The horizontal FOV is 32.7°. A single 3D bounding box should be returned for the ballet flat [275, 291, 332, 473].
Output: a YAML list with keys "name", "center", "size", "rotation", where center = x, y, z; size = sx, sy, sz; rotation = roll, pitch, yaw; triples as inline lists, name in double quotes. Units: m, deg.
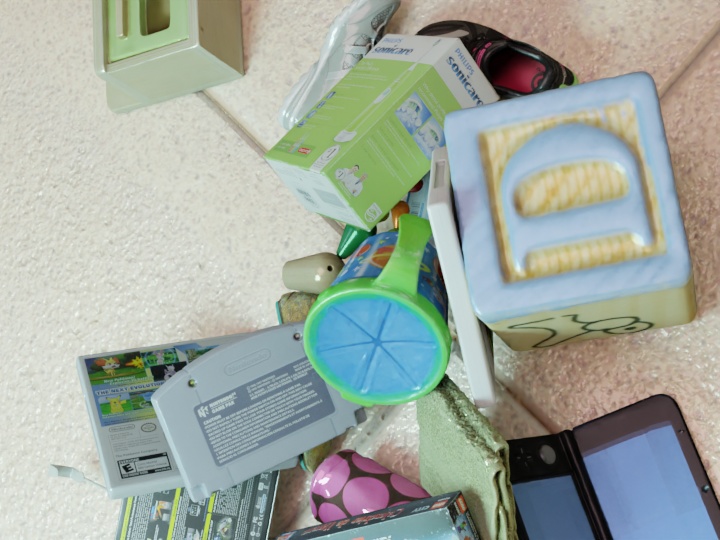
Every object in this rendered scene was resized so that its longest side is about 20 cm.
- name: "ballet flat"
  center: [-0.046, 0.115, 1.321]
  size: [0.071, 0.071, 0.201]
  rotation: [-17, 71, 22]

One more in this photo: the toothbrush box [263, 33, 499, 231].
- name: "toothbrush box"
  center: [0.019, -0.147, 1.268]
  size: [0.200, 0.086, 0.146]
  rotation: [-48, 29, -13]

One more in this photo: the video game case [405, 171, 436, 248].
- name: "video game case"
  center: [0.144, -0.083, 1.295]
  size: [0.200, 0.018, 0.144]
  rotation: [9, 82, 28]

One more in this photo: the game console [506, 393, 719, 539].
- name: "game console"
  center: [0.230, 0.227, 1.127]
  size: [0.118, 0.170, 0.200]
  rotation: [-41, 60, 43]

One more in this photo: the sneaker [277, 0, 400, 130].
- name: "sneaker"
  center: [-0.007, -0.226, 1.386]
  size: [0.082, 0.075, 0.200]
  rotation: [37, 103, 15]

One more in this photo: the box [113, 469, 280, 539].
- name: "box"
  center: [-0.179, 0.282, 1.306]
  size: [0.160, 0.044, 0.201]
  rotation: [10, 87, -3]

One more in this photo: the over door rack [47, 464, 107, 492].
- name: "over door rack"
  center: [-0.241, 0.195, 1.395]
  size: [0.200, 0.067, 0.148]
  rotation: [16, 86, 26]

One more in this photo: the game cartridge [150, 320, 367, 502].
- name: "game cartridge"
  center: [-0.103, 0.132, 1.241]
  size: [0.200, 0.041, 0.133]
  rotation: [-23, 102, -19]

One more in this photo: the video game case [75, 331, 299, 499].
- name: "video game case"
  center: [-0.186, 0.149, 1.305]
  size: [0.022, 0.199, 0.183]
  rotation: [103, 151, -43]

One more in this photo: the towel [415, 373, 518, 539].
- name: "towel"
  center: [0.094, 0.182, 1.133]
  size: [0.036, 0.149, 0.200]
  rotation: [-13, 25, -13]

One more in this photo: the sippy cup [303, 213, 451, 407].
- name: "sippy cup"
  center: [0.026, 0.034, 1.156]
  size: [0.178, 0.140, 0.130]
  rotation: [-30, 22, 30]

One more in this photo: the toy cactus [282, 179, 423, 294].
- name: "toy cactus"
  center: [0.000, 0.000, 1.294]
  size: [0.165, 0.102, 0.201]
  rotation: [-2, 84, 27]

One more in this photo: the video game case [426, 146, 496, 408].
- name: "video game case"
  center: [0.096, 0.002, 1.162]
  size: [0.023, 0.182, 0.200]
  rotation: [-12, 110, 10]

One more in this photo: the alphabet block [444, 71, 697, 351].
- name: "alphabet block"
  center: [0.199, -0.045, 1.136]
  size: [0.195, 0.200, 0.197]
  rotation: [-9, 76, 13]

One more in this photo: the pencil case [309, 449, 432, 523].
- name: "pencil case"
  center: [0.041, 0.262, 1.231]
  size: [0.200, 0.094, 0.091]
  rotation: [30, 50, 30]

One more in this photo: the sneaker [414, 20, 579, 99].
- name: "sneaker"
  center: [0.136, -0.225, 1.295]
  size: [0.200, 0.084, 0.077]
  rotation: [22, 88, 29]

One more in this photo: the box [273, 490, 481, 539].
- name: "box"
  center: [0.024, 0.286, 1.105]
  size: [0.200, 0.038, 0.137]
  rotation: [-19, 95, 29]

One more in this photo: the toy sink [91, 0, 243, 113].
- name: "toy sink"
  center: [-0.256, -0.288, 1.492]
  size: [0.200, 0.112, 0.131]
  rotation: [-11, 73, 24]
